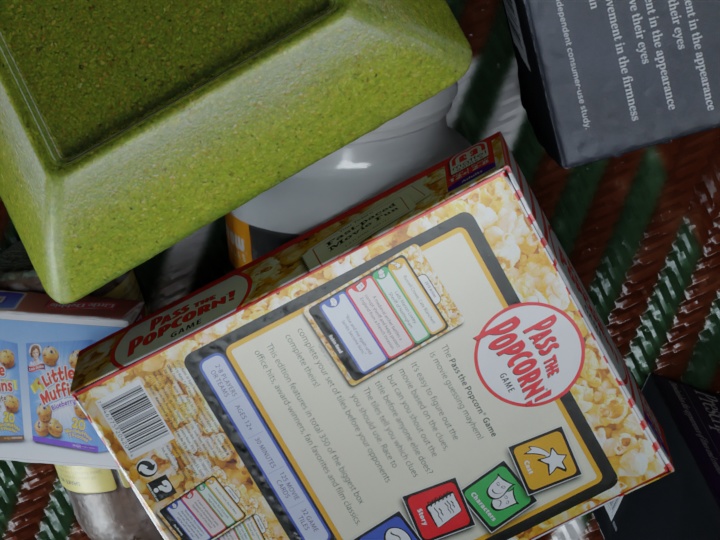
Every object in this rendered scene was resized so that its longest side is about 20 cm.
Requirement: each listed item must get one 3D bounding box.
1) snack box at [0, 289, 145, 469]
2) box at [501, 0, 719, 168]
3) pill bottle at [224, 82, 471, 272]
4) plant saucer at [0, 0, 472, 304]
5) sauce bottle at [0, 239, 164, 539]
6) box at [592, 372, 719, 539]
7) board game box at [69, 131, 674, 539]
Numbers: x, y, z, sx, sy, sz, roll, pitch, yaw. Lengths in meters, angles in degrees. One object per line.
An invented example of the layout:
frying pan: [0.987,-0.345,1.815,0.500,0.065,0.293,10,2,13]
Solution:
snack box: [-0.190,0.043,1.135,0.199,0.024,0.072,4,113,11]
box: [0.154,-0.148,1.105,0.199,0.104,0.149,-15,111,-1]
pill bottle: [0.000,0.000,1.139,0.116,0.116,0.201,-7,111,-3]
plant saucer: [-0.086,-0.122,1.062,0.199,0.048,0.200,-29,74,5]
sauce bottle: [-0.109,0.078,1.185,0.064,0.065,0.201,-15,111,0]
box: [0.194,0.135,1.165,0.140,0.200,0.079,21,107,-14]
board game box: [0.006,0.058,1.073,0.199,0.046,0.152,-27,109,9]
